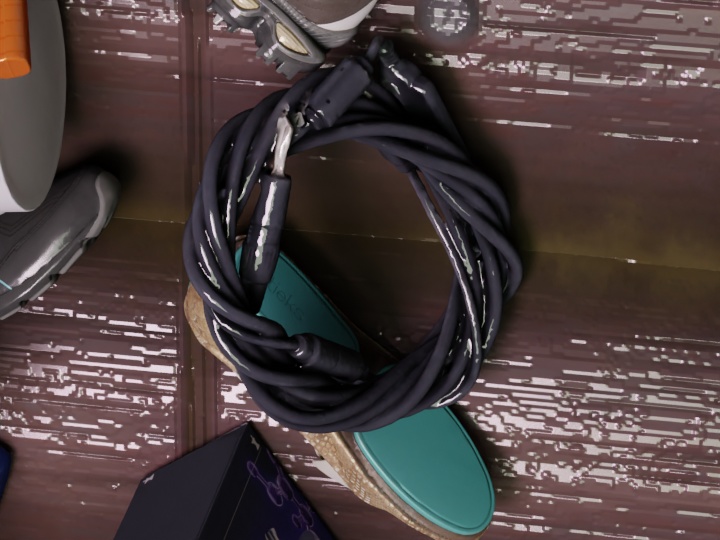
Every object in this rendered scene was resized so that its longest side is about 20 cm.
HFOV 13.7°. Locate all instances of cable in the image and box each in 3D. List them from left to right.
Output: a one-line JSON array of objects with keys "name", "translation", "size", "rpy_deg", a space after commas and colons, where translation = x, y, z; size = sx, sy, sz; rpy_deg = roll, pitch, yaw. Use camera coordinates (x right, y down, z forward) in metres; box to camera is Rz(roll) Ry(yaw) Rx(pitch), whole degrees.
[{"name": "cable", "translation": [0.000, 0.000, 1.423], "size": [0.051, 0.163, 0.201], "rpy_deg": [17, 143, 47]}]

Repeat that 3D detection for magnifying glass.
[{"name": "magnifying glass", "translation": [-0.166, -0.185, 1.353], "size": [0.022, 0.080, 0.201], "rpy_deg": [-8, 75, 0]}]

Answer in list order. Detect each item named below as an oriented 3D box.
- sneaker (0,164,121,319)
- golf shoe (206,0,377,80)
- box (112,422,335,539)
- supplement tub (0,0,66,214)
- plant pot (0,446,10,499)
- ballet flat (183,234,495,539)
[{"name": "sneaker", "translation": [-0.209, -0.007, 1.496], "size": [0.199, 0.075, 0.079], "rpy_deg": [-29, 105, 22]}, {"name": "golf shoe", "translation": [-0.069, -0.184, 1.386], "size": [0.200, 0.078, 0.094], "rpy_deg": [38, 110, -18]}, {"name": "box", "translation": [-0.066, 0.191, 1.492], "size": [0.079, 0.200, 0.141], "rpy_deg": [-31, 107, 24]}, {"name": "supplement tub", "translation": [-0.251, -0.090, 1.423], "size": [0.199, 0.145, 0.145], "rpy_deg": [1, 116, 11]}, {"name": "plant pot", "translation": [-0.318, 0.171, 1.546], "size": [0.199, 0.180, 0.201], "rpy_deg": [23, 118, -2]}, {"name": "ballet flat", "translation": [-0.013, 0.064, 1.507], "size": [0.200, 0.071, 0.065], "rpy_deg": [49, 142, -11]}]
